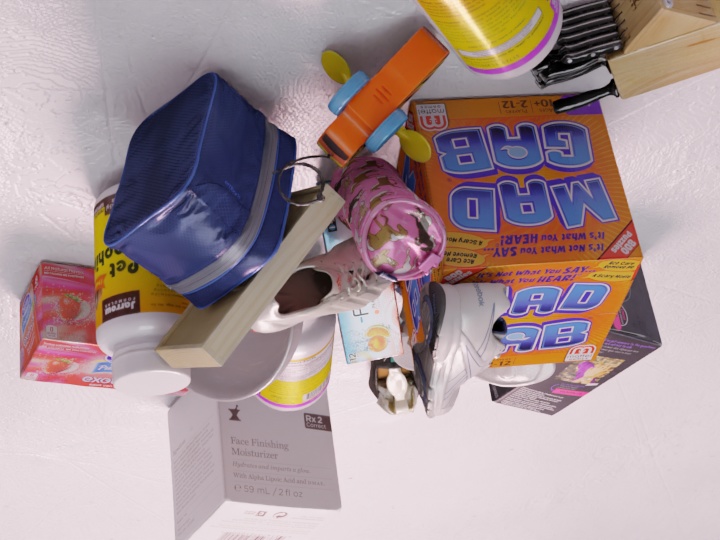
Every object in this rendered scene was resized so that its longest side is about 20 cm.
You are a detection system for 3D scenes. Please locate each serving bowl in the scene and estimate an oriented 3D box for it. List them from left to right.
[{"bbox_3d":[-0.137,0.035,1.575,0.199,0.202,0.066,-30,171,31],"label":"serving bowl"}]

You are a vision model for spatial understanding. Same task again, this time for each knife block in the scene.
[{"bbox_3d":[0.265,-0.206,1.390,0.198,0.065,0.176,7,146,-26],"label":"knife block"}]

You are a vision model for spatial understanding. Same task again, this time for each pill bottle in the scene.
[{"bbox_3d":[-0.214,0.018,1.481,0.108,0.202,0.109,-5,158,-2],"label":"pill bottle"},{"bbox_3d":[-0.081,0.074,1.697,0.103,0.105,0.201,-5,148,-8],"label":"pill bottle"},{"bbox_3d":[0.089,-0.251,1.228,0.103,0.105,0.200,-22,147,20],"label":"pill bottle"}]

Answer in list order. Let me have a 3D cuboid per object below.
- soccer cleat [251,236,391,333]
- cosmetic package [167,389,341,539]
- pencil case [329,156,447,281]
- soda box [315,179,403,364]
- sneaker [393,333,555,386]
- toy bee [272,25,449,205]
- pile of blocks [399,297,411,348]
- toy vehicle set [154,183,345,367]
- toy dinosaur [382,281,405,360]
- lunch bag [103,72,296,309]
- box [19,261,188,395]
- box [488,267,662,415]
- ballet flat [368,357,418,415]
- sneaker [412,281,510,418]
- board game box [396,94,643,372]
[{"bbox_3d":[-0.028,0.011,1.454,0.199,0.070,0.077,-23,177,-33],"label":"soccer cleat"},{"bbox_3d":[-0.139,0.240,1.873,0.163,0.202,0.165,9,145,-28],"label":"cosmetic package"},{"bbox_3d":[0.023,-0.053,1.401,0.082,0.200,0.088,0,107,-11],"label":"pencil case"},{"bbox_3d":[0.000,0.000,1.579,0.067,0.064,0.202,-9,122,0],"label":"soda box"},{"bbox_3d":[0.144,0.080,1.763,0.198,0.099,0.071,6,122,19],"label":"sneaker"},{"bbox_3d":[-0.006,-0.144,1.373,0.198,0.132,0.109,-24,177,-8],"label":"toy bee"},{"bbox_3d":[0.116,0.007,1.650,0.199,0.062,0.082,-34,147,-17],"label":"pile of blocks"},{"bbox_3d":[-0.106,0.006,1.393,0.026,0.201,0.124,43,159,-19],"label":"toy vehicle set"},{"bbox_3d":[0.061,0.001,1.699,0.180,0.105,0.201,28,100,-33],"label":"toy dinosaur"},{"bbox_3d":[-0.139,-0.074,1.375,0.135,0.201,0.132,-30,126,34],"label":"lunch bag"},{"bbox_3d":[-0.276,0.067,1.652,0.198,0.104,0.095,9,144,-26],"label":"box"},{"bbox_3d":[0.250,0.075,1.787,0.105,0.123,0.200,16,140,-35],"label":"box"},{"bbox_3d":[0.042,0.145,1.897,0.067,0.069,0.201,-12,149,3],"label":"ballet flat"},{"bbox_3d":[0.097,0.080,1.416,0.086,0.075,0.201,-8,149,-10],"label":"sneaker"},{"bbox_3d":[0.148,-0.036,1.501,0.197,0.202,0.201,-3,148,-9],"label":"board game box"}]
